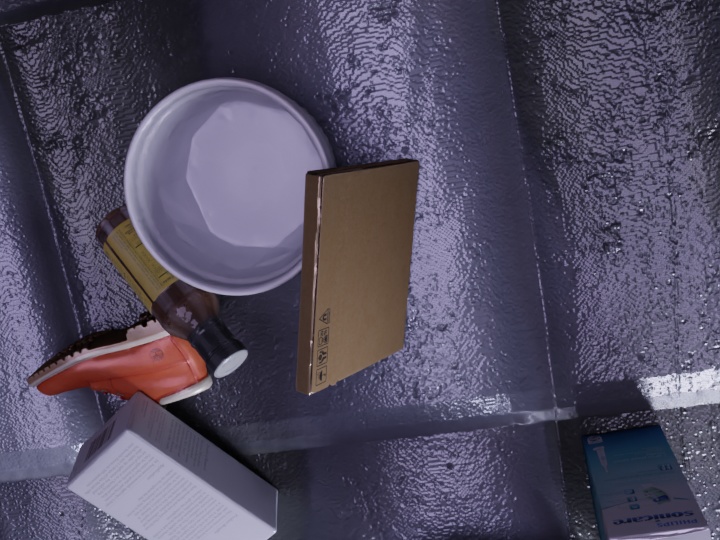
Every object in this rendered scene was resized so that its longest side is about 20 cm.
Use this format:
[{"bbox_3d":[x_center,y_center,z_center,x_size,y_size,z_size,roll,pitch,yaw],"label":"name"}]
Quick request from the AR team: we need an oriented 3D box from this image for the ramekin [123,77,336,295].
[{"bbox_3d":[-0.114,-0.084,0.819,0.200,0.105,0.200,2,104,9],"label":"ramekin"}]

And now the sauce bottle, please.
[{"bbox_3d":[-0.186,0.021,0.844,0.065,0.065,0.200,-46,71,16],"label":"sauce bottle"}]

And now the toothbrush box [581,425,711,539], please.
[{"bbox_3d":[0.271,0.257,0.797,0.085,0.200,0.147,-11,102,12],"label":"toothbrush box"}]

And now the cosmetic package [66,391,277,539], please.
[{"bbox_3d":[-0.194,0.231,0.901,0.101,0.071,0.200,-42,112,16],"label":"cosmetic package"}]

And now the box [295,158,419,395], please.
[{"bbox_3d":[0.000,0.000,0.798,0.021,0.163,0.200,13,108,32],"label":"box"}]

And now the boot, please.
[{"bbox_3d":[-0.258,0.114,0.911,0.200,0.075,0.107,-18,106,12],"label":"boot"}]
